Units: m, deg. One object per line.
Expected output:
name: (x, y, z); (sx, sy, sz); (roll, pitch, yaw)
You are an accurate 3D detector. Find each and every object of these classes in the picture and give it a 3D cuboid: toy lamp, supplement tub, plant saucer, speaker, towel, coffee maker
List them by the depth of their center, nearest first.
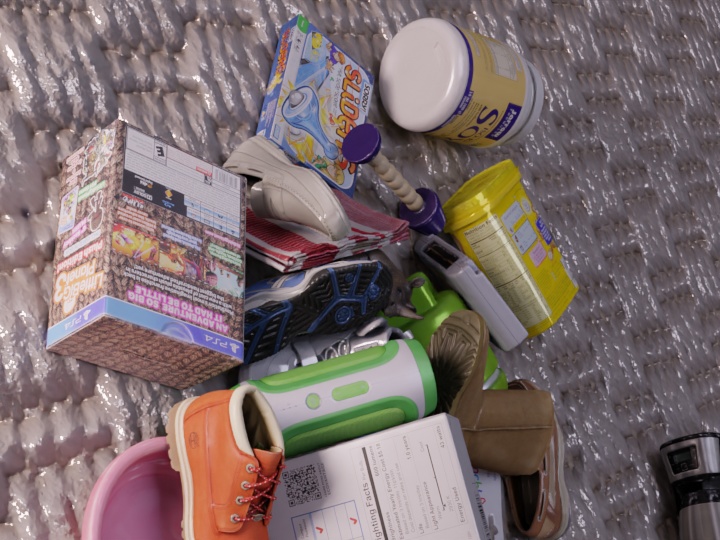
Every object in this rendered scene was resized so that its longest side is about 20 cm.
plant saucer: (-0.169, 0.253, 1.104); (0.199, 0.050, 0.203); (26, 52, -38)
speaker: (-0.029, 0.128, 1.203); (0.197, 0.088, 0.090); (-14, 79, -15)
towel: (-0.059, -0.049, 1.327); (0.199, 0.143, 0.023); (-17, 123, -47)
toy lamp: (0.046, -0.102, 1.505); (0.200, 0.057, 0.059); (41, 42, -48)
supplement tub: (0.136, -0.242, 1.636); (0.198, 0.144, 0.148); (7, 65, -46)
coffee maker: (0.515, 0.351, 1.790); (0.192, 0.133, 0.203); (45, 38, -58)

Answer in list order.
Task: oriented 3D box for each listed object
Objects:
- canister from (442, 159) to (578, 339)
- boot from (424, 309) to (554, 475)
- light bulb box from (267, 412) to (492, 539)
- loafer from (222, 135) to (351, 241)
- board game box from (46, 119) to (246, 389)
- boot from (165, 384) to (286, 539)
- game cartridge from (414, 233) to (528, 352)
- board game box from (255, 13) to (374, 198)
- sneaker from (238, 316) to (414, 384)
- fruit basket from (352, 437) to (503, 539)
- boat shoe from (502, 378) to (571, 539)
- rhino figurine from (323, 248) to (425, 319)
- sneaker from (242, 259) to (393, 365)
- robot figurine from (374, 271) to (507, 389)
canister: (0.199, -0.025, 1.642); (0.202, 0.086, 0.148); (59, 38, -10)
boot: (0.143, 0.135, 1.337); (0.198, 0.066, 0.177); (10, 104, -46)
light bulb box: (0.021, 0.259, 1.176); (0.125, 0.197, 0.201); (43, 31, -76)
loafer: (-0.080, -0.076, 1.289); (0.070, 0.199, 0.070); (-38, 130, -14)
board game box: (-0.198, -0.012, 1.172); (0.158, 0.096, 0.203); (23, 54, -39)
boot: (-0.104, 0.200, 1.084); (0.075, 0.106, 0.203); (-5, 76, -51)
game cartridge: (0.133, 0.029, 1.488); (0.134, 0.041, 0.200); (56, -3, -15)
board game box: (-0.053, -0.190, 1.481); (0.135, 0.034, 0.202); (35, 48, -32)
sneaker: (-0.032, 0.093, 1.285); (0.199, 0.114, 0.076); (-18, 95, -52)
fruit basket: (0.077, 0.258, 1.326); (0.197, 0.094, 0.188); (14, 59, -21)
boat shoe: (0.208, 0.231, 1.527); (0.071, 0.075, 0.203); (7, 64, -44)
rhino figurine: (0.000, 0.000, 1.354); (0.087, 0.061, 0.199); (-10, 36, -46)
sneaker: (-0.061, 0.027, 1.262); (0.197, 0.077, 0.077); (-16, 117, -18)
robot figurine: (0.093, 0.105, 1.426); (0.202, 0.115, 0.176); (58, 8, -7)
